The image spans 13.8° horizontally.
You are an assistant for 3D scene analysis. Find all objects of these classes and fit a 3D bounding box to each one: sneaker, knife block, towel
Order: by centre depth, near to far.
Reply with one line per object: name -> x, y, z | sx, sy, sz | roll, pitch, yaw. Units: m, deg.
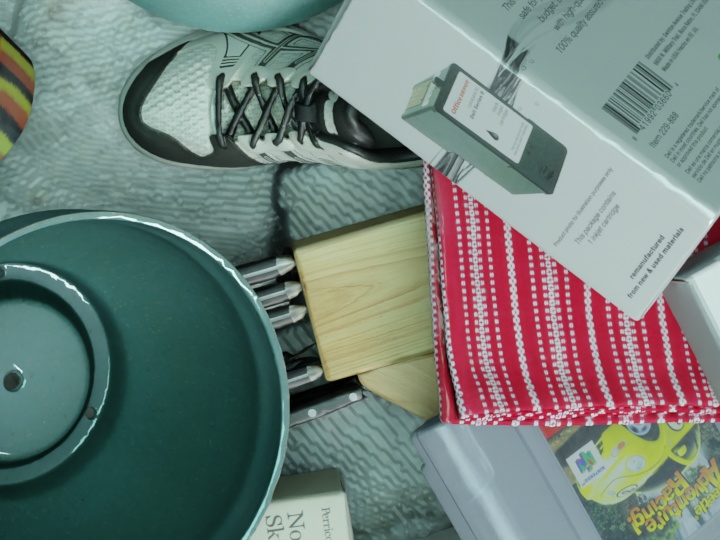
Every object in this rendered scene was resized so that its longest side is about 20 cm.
towel -> 0.122, 0.003, 1.454 | 0.199, 0.022, 0.146 | 0, 81, -30
sneaker -> -0.023, -0.087, 1.480 | 0.198, 0.088, 0.076 | -3, 97, 0
knife block -> 0.000, 0.000, 1.499 | 0.175, 0.064, 0.201 | 29, 93, -5

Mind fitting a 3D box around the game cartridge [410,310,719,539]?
game cartridge -> 0.129, 0.087, 1.477 | 0.200, 0.041, 0.134 | -34, 100, -32

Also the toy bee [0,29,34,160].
toy bee -> -0.232, -0.028, 1.467 | 0.130, 0.109, 0.200 | 17, 118, -41

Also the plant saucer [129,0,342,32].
plant saucer -> -0.062, -0.221, 1.480 | 0.198, 0.036, 0.202 | 0, 87, -1

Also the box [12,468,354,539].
box -> -0.100, 0.157, 1.506 | 0.199, 0.068, 0.083 | -9, 96, -1

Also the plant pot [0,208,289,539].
plant pot -> -0.151, 0.061, 1.422 | 0.199, 0.134, 0.202 | -5, 102, -25

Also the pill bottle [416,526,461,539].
pill bottle -> 0.073, 0.232, 1.497 | 0.110, 0.111, 0.201 | -19, 95, 0

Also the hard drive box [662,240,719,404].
hard drive box -> 0.259, 0.055, 1.431 | 0.155, 0.077, 0.201 | -29, 93, -4

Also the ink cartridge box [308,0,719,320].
ink cartridge box -> 0.098, -0.096, 1.412 | 0.200, 0.146, 0.084 | 37, 134, 4
